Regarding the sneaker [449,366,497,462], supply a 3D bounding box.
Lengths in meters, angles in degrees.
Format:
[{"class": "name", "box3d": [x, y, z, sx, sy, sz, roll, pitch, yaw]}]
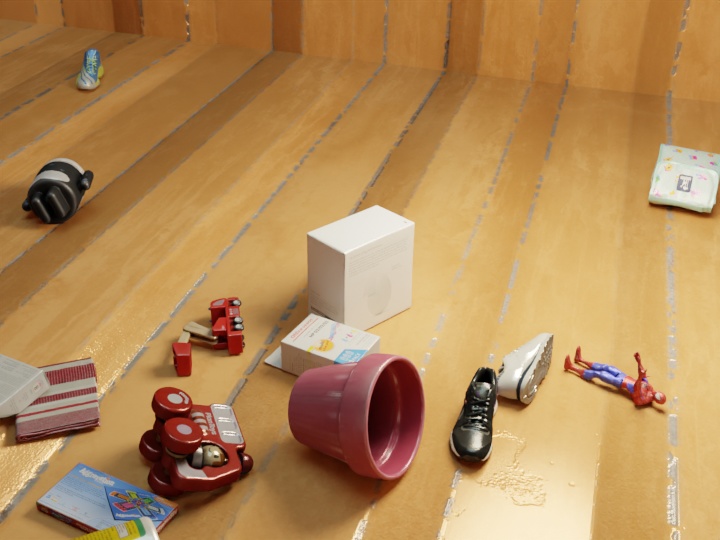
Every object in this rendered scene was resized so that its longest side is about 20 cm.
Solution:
[{"class": "sneaker", "box3d": [0.200, 0.243, 1.626, 0.075, 0.088, 0.201, 7, 31, 9]}]

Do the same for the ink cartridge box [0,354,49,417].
[{"class": "ink cartridge box", "box3d": [-0.674, 0.229, 1.642, 0.161, 0.058, 0.200, 13, 43, 32]}]

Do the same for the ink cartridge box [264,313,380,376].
[{"class": "ink cartridge box", "box3d": [-0.075, 0.152, 1.787, 0.198, 0.069, 0.115, 16, 33, 24]}]

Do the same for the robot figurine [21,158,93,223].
[{"class": "robot figurine", "box3d": [-0.740, -0.193, 2.290, 0.149, 0.126, 0.201, 15, 28, -12]}]

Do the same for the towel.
[{"class": "towel", "box3d": [-0.544, 0.229, 1.680, 0.142, 0.023, 0.200, -9, 30, -14]}]

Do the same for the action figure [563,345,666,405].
[{"class": "action figure", "box3d": [0.482, 0.181, 1.744, 0.199, 0.100, 0.065, 28, 40, 34]}]

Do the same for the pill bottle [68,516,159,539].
[{"class": "pill bottle", "box3d": [-0.371, 0.419, 1.274, 0.198, 0.114, 0.113, -13, 33, -24]}]

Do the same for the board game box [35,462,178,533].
[{"class": "board game box", "box3d": [-0.393, 0.367, 1.453, 0.198, 0.020, 0.103, 16, 35, 23]}]

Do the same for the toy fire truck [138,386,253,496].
[{"class": "toy fire truck", "box3d": [-0.262, 0.283, 1.532, 0.166, 0.113, 0.200, 8, 26, -28]}]

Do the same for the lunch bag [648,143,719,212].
[{"class": "lunch bag", "box3d": [0.844, -0.230, 2.438, 0.168, 0.123, 0.201, 14, 41, 16]}]

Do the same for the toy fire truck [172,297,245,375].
[{"class": "toy fire truck", "box3d": [-0.299, 0.125, 1.841, 0.139, 0.049, 0.201, -4, 31, -9]}]

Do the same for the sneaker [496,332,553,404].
[{"class": "sneaker", "box3d": [0.311, 0.173, 1.774, 0.080, 0.077, 0.200, 8, 28, 29]}]

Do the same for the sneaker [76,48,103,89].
[{"class": "sneaker", "box3d": [-0.908, -0.677, 3.120, 0.075, 0.106, 0.201, -2, 30, -5]}]

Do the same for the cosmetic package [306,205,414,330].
[{"class": "cosmetic package", "box3d": [0.000, 0.000, 1.919, 0.198, 0.202, 0.122, -23, 38, -37]}]

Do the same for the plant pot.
[{"class": "plant pot", "box3d": [-0.013, 0.234, 1.550, 0.177, 0.202, 0.200, 2, 26, 33]}]
